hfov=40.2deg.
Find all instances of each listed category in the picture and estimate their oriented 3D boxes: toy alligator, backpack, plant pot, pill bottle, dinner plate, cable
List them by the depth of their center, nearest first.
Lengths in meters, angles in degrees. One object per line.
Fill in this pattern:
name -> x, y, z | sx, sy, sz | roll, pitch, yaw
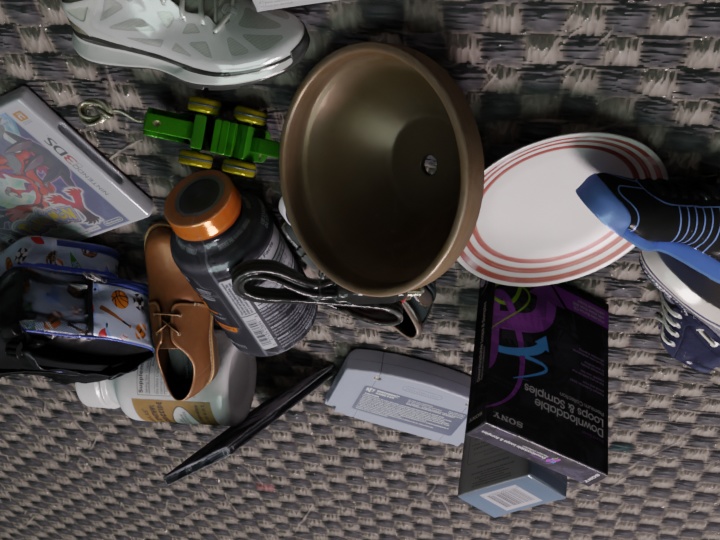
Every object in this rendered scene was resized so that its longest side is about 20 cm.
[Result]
plant pot -> 0.032, -0.084, 0.816 | 0.200, 0.202, 0.092 | -26, 171, 40
dinner plate -> 0.175, -0.055, 0.881 | 0.199, 0.024, 0.201 | -5, 142, -4
toy alligator -> -0.149, -0.125, 0.884 | 0.199, 0.060, 0.054 | 12, -175, 0
cable -> -0.026, 0.013, 0.956 | 0.199, 0.051, 0.097 | 2, 143, -8
pill bottle -> -0.122, -0.009, 0.986 | 0.106, 0.107, 0.200 | -3, 141, 20
backpack -> -0.323, 0.054, 1.076 | 0.190, 0.155, 0.200 | 18, 157, -35
pill bottle -> -0.236, 0.127, 1.195 | 0.199, 0.115, 0.115 | 1, 143, 14

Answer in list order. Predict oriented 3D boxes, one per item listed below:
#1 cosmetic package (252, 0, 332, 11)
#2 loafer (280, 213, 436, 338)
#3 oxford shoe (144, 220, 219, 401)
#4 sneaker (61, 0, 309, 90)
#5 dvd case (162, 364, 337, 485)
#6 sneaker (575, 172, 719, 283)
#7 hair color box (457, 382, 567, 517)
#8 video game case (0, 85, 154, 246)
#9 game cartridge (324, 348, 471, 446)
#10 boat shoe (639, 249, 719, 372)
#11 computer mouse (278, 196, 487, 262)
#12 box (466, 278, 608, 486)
cosmetic package -> 0.008, -0.238, 0.685 | 0.199, 0.051, 0.083 | -3, 141, 19
loafer -> 0.000, 0.000, 1.000 | 0.200, 0.063, 0.072 | 33, 139, -27
oxford shoe -> -0.196, 0.047, 1.057 | 0.071, 0.071, 0.201 | -4, 109, 16
sneaker -> -0.141, -0.206, 0.746 | 0.199, 0.076, 0.116 | 7, 146, 10
dvd case -> -0.133, 0.186, 1.201 | 0.149, 0.200, 0.016 | -32, 90, 44
sneaker -> 0.273, -0.054, 0.840 | 0.199, 0.070, 0.078 | 19, 119, -31
hair color box -> 0.166, 0.147, 1.037 | 0.061, 0.201, 0.099 | 33, 139, -27
video game case -> -0.342, -0.091, 1.006 | 0.199, 0.023, 0.182 | -15, 137, 32
game cartridge -> 0.066, 0.158, 1.223 | 0.199, 0.042, 0.133 | 17, 140, -8
boat shoe -> 0.314, 0.040, 0.956 | 0.200, 0.075, 0.093 | 32, 132, -27
computer mouse -> 0.023, -0.061, 0.932 | 0.199, 0.044, 0.110 | 10, 149, -8
box -> 0.178, 0.092, 0.959 | 0.142, 0.201, 0.036 | 24, 142, -18
